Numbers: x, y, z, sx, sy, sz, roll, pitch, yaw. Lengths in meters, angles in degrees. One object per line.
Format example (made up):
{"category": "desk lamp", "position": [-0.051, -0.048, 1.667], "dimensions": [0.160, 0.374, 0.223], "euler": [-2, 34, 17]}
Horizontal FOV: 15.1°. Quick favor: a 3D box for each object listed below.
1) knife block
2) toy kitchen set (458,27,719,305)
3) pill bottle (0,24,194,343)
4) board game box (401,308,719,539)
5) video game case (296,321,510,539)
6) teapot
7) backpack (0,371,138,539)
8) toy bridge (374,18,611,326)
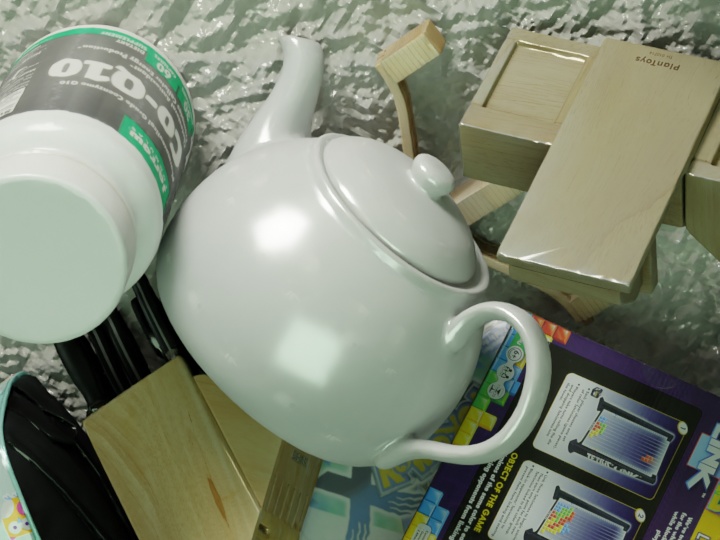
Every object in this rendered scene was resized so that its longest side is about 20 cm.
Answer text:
{"category": "knife block", "position": [-0.114, 0.105, 1.510], "dimensions": [0.175, 0.064, 0.200], "euler": [10, 76, 24]}
{"category": "toy kitchen set", "position": [0.149, 0.003, 1.448], "dimensions": [0.200, 0.163, 0.181], "euler": [15, 141, 19]}
{"category": "pill bottle", "position": [-0.154, -0.046, 1.433], "dimensions": [0.113, 0.200, 0.113], "euler": [2, 116, 4]}
{"category": "board game box", "position": [0.117, 0.144, 1.458], "dimensions": [0.165, 0.057, 0.200], "euler": [25, 74, 14]}
{"category": "video game case", "position": [0.055, 0.145, 1.507], "dimensions": [0.200, 0.022, 0.182], "euler": [-34, 68, -6]}
{"category": "teapot", "position": [0.000, 0.000, 1.447], "dimensions": [0.200, 0.197, 0.146], "euler": [37, 113, -15]}
{"category": "backpack", "position": [-0.202, 0.167, 1.553], "dimensions": [0.153, 0.176, 0.200], "euler": [-17, 109, 8]}
{"category": "toy bridge", "position": [0.070, -0.043, 1.511], "dimensions": [0.067, 0.027, 0.200], "euler": [-32, 109, 20]}
